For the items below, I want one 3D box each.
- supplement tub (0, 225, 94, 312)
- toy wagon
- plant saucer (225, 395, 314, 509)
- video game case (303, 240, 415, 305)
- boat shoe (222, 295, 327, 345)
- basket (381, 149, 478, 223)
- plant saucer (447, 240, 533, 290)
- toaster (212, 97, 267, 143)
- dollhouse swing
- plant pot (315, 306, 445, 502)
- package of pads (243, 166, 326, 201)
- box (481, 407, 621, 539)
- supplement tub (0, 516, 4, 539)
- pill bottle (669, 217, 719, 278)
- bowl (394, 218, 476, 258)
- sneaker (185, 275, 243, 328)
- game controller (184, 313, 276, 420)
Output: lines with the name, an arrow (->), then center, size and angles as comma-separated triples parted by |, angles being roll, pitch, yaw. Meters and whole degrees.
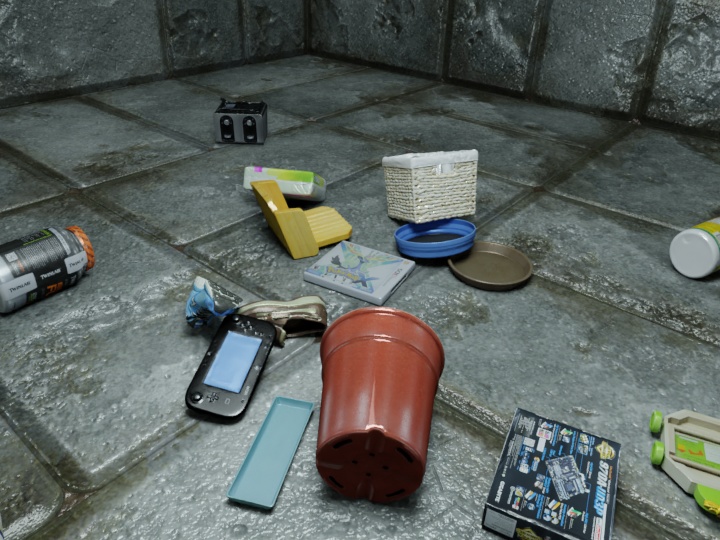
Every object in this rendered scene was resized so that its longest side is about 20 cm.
supplement tub -> -0.651, -0.011, 1.175 | 0.120, 0.126, 0.198 | 22, 35, 31
toy wagon -> 0.502, 0.282, 0.842 | 0.151, 0.041, 0.200 | 14, 33, 19
plant saucer -> -0.126, 0.262, 0.854 | 0.068, 0.019, 0.201 | 8, 32, 10
video game case -> 0.000, 0.000, 1.303 | 0.195, 0.023, 0.182 | 17, 33, 23
boat shoe -> -0.155, 0.099, 1.076 | 0.196, 0.076, 0.076 | -13, 49, -12
basket -> 0.180, -0.221, 1.502 | 0.192, 0.166, 0.199 | -9, 12, -19
plant saucer -> 0.295, -0.010, 1.335 | 0.193, 0.030, 0.202 | 1, 30, -1
toaster -> -0.426, -0.535, 2.086 | 0.175, 0.122, 0.202 | 1, 30, -3
dollhouse swing -> -0.139, -0.152, 1.420 | 0.173, 0.185, 0.200 | -29, 37, -11
plant pot -> 0.023, 0.195, 0.821 | 0.194, 0.205, 0.198 | 5, 38, 4
package of pads -> -0.201, -0.234, 1.590 | 0.193, 0.071, 0.154 | 8, 2, 11
box -> 0.267, 0.291, 0.801 | 0.155, 0.047, 0.200 | 15, 32, 21
supplement tub -> -0.496, 0.282, 0.666 | 0.141, 0.148, 0.199 | -17, 35, -30
pill bottle -> 0.832, -0.061, 1.373 | 0.196, 0.116, 0.112 | -17, 35, -29
bowl -> 0.179, -0.078, 1.394 | 0.194, 0.041, 0.201 | -6, 20, 2
sneaker -> -0.278, 0.070, 1.074 | 0.077, 0.092, 0.199 | 31, -11, -22
game controller -> -0.211, 0.156, 0.970 | 0.101, 0.043, 0.203 | 6, 44, 11
